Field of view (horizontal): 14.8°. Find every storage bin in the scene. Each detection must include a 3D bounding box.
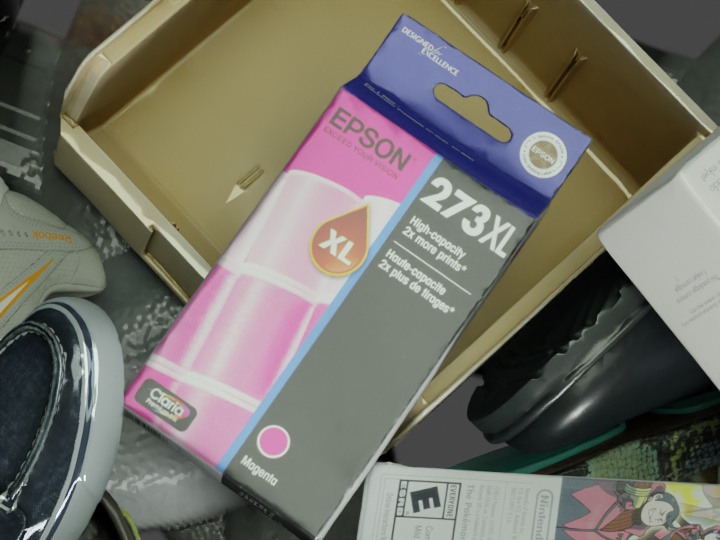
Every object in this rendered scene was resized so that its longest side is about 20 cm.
[{"bbox_3d":[0.006,-0.054,1.171,0.199,0.094,0.200,-42,86,-20],"label":"storage bin"}]

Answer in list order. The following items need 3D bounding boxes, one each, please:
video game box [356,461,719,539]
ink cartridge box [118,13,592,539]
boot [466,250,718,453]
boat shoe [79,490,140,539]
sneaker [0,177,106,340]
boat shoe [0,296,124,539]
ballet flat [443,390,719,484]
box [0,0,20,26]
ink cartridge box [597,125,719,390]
[{"bbox_3d":[0.080,0.173,1.042,0.182,0.047,0.200,2,62,15],"label":"video game box"},{"bbox_3d":[0.000,0.000,1.086,0.095,0.037,0.200,34,79,3],"label":"ink cartridge box"},{"bbox_3d":[0.160,0.051,1.106,0.200,0.076,0.168,-43,98,-25],"label":"boot"},{"bbox_3d":[-0.111,0.182,1.095,0.072,0.061,0.201,-5,75,-12],"label":"boat shoe"},{"bbox_3d":[-0.168,0.054,1.118,0.092,0.076,0.200,29,72,-6],"label":"sneaker"},{"bbox_3d":[-0.165,0.097,1.052,0.091,0.071,0.200,16,102,-47],"label":"boat shoe"},{"bbox_3d":[0.124,0.084,1.176,0.200,0.074,0.074,-21,79,-15],"label":"ballet flat"},{"bbox_3d":[-0.204,-0.125,1.095,0.141,0.200,0.079,-37,83,-19],"label":"box"},{"bbox_3d":[0.199,0.023,1.046,0.116,0.067,0.200,-39,90,-33],"label":"ink cartridge box"}]
